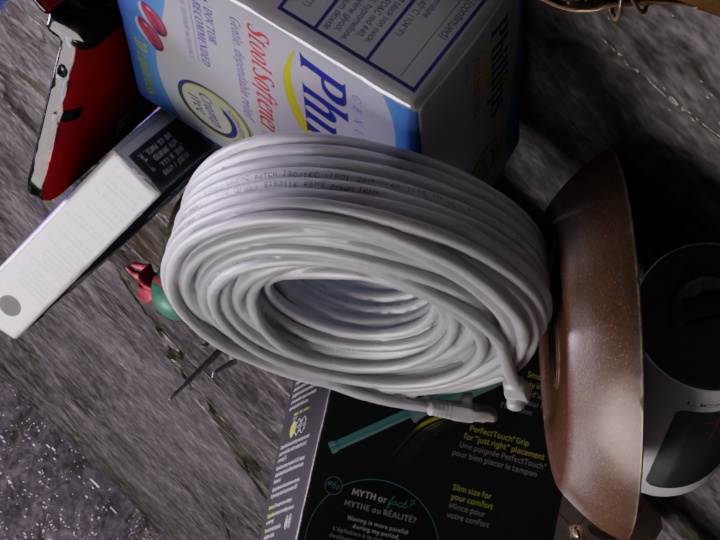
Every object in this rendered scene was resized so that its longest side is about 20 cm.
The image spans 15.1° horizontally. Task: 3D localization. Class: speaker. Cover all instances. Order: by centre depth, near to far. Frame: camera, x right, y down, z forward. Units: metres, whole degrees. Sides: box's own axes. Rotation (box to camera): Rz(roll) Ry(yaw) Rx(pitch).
[{"bbox_3d":[0.172,0.055,1.444,0.081,0.081,0.200,42,164,13],"label":"speaker"}]

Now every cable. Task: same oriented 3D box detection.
[{"bbox_3d":[0.000,0.000,1.375,0.198,0.070,0.200,10,154,2],"label":"cable"}]

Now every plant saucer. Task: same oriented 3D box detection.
[{"bbox_3d":[0.115,0.039,1.395,0.200,0.036,0.202,177,90,-88],"label":"plant saucer"}]

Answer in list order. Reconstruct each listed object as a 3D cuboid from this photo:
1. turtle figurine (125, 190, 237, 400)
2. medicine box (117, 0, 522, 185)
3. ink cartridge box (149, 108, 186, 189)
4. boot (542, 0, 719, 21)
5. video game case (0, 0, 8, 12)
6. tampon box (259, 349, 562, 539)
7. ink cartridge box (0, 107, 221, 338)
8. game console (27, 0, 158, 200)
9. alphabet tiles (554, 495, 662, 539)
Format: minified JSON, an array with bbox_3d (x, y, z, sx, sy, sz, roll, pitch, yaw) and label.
[{"bbox_3d":[-0.055,-0.023,1.533,0.101,0.200,0.150,40,164,-14],"label":"turtle figurine"},{"bbox_3d":[-0.021,-0.124,1.407,0.199,0.103,0.182,33,160,17],"label":"medicine box"},{"bbox_3d":[-0.091,-0.065,1.918,0.200,0.042,0.119,51,164,-12],"label":"ink cartridge box"},{"bbox_3d":[0.124,-0.124,1.129,0.200,0.075,0.074,33,158,38],"label":"boot"},{"bbox_3d":[-0.221,-0.265,1.498,0.023,0.201,0.182,-16,123,34],"label":"video game case"},{"bbox_3d":[0.039,0.089,1.572,0.149,0.201,0.126,15,168,-11],"label":"tampon box"},{"bbox_3d":[-0.145,-0.039,1.589,0.043,0.198,0.200,48,124,-4],"label":"ink cartridge box"},{"bbox_3d":[-0.162,-0.165,1.514,0.118,0.200,0.173,25,123,11],"label":"game console"},{"bbox_3d":[0.126,0.176,1.712,0.196,0.200,0.015,45,126,-1],"label":"alphabet tiles"}]
